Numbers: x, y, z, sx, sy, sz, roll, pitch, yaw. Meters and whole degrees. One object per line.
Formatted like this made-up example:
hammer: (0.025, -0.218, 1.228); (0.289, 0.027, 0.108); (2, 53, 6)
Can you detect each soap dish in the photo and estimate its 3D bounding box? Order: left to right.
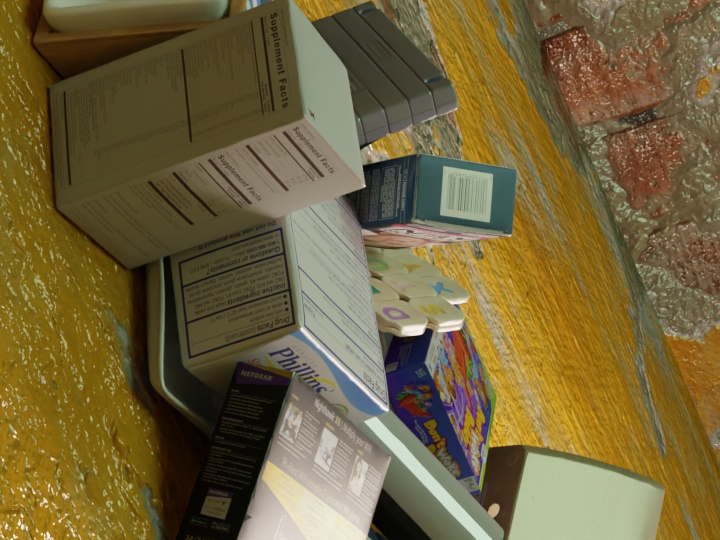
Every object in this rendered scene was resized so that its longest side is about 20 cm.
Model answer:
soap dish: (-0.158, -0.221, 1.411); (0.200, 0.157, 0.081); (-87, 170, -52)

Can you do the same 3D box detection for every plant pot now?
plant pot: (0.151, 0.270, 1.777); (0.177, 0.200, 0.200); (35, 59, -35)

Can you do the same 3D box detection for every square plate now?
square plate: (-0.122, 0.056, 1.438); (0.198, 0.028, 0.200); (53, 25, -50)

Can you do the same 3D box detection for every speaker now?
speaker: (0.030, 0.180, 1.553); (0.200, 0.081, 0.081); (48, 21, -10)

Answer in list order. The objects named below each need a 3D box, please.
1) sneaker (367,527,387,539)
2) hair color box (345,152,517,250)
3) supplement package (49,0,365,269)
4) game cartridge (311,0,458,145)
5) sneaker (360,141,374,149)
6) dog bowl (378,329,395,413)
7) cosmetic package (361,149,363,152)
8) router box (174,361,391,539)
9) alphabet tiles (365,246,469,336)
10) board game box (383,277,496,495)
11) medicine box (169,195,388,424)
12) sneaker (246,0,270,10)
sneaker: (0.000, 0.257, 1.548); (0.200, 0.074, 0.082); (49, 26, -56)
hair color box: (0.040, -0.057, 1.572); (0.100, 0.200, 0.061); (8, 84, -27)
supplement package: (-0.112, -0.098, 1.326); (0.110, 0.200, 0.114); (47, 30, -55)
game cartridge: (-0.013, -0.161, 1.523); (0.200, 0.129, 0.038); (-125, -168, -56)
sneaker: (-0.063, -0.127, 1.603); (0.115, 0.200, 0.076); (51, -11, 55)
dog bowl: (0.022, 0.111, 1.715); (0.200, 0.079, 0.200); (-19, 90, -75)
cosmetic package: (-0.048, -0.139, 1.746); (0.103, 0.073, 0.200); (36, 23, -9)
router box: (-0.055, 0.179, 1.370); (0.200, 0.052, 0.158); (48, 56, -56)
alphabet tiles: (0.000, 0.000, 1.644); (0.195, 0.015, 0.200); (-5, 33, -44)
board game box: (0.075, 0.108, 1.668); (0.200, 0.045, 0.135); (-69, 138, -67)
medicine box: (-0.067, 0.009, 1.436); (0.182, 0.103, 0.200); (47, 29, -56)
sneaker: (-0.133, -0.208, 1.622); (0.200, 0.080, 0.147); (49, 38, -65)
